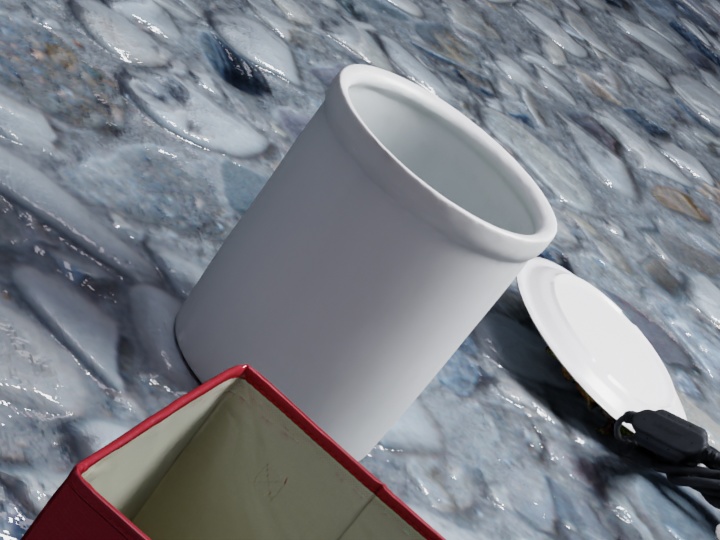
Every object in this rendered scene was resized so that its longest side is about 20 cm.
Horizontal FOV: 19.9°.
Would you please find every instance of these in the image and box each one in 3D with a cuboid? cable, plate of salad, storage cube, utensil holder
[{"bbox_3d":[0.286,0.171,1.535,0.163,0.051,0.200,39,-10,-39],"label":"cable"},{"bbox_3d":[0.192,0.072,1.677,0.200,0.048,0.200,40,23,-20],"label":"plate of salad"},{"bbox_3d":[-0.067,0.177,0.864,0.171,0.180,0.200,41,20,8],"label":"storage cube"},{"bbox_3d":[0.000,0.000,1.305,0.169,0.200,0.170,32,21,-14],"label":"utensil holder"}]

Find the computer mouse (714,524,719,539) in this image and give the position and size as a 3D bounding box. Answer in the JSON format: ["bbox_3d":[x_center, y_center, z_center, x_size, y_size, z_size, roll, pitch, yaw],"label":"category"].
[{"bbox_3d":[0.326,0.265,1.506,0.200,0.044,0.110,42,20,3],"label":"computer mouse"}]
